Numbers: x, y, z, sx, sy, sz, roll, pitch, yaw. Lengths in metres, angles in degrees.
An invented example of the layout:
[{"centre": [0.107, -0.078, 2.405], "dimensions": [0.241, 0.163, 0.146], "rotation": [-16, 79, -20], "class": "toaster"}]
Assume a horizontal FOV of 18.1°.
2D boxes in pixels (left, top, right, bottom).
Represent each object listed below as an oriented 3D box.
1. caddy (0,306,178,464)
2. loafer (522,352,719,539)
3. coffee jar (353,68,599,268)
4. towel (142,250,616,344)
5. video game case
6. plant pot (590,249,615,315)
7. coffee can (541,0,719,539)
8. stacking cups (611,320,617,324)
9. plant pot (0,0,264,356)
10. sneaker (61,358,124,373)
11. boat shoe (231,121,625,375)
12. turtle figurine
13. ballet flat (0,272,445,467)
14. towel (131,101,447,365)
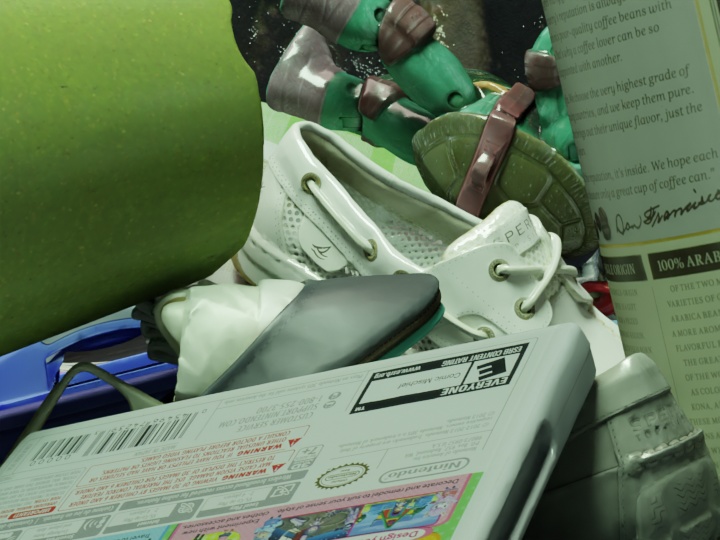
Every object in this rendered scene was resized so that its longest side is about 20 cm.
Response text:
[{"centre": [-0.096, 0.065, 0.934], "dimensions": [0.199, 0.106, 0.141], "rotation": [-14, 4, -2], "class": "caddy"}, {"centre": [0.028, 0.064, 0.719], "dimensions": [0.199, 0.070, 0.070], "rotation": [-12, 6, 44], "class": "loafer"}, {"centre": [0.052, -0.048, 1.109], "dimensions": [0.104, 0.086, 0.200], "rotation": [-6, 11, -9], "class": "coffee jar"}, {"centre": [0.010, 0.042, 1.171], "dimensions": [0.199, 0.086, 0.165], "rotation": [-15, 5, -35], "class": "towel"}, {"centre": [-0.048, 0.084, 0.615], "dimensions": [0.199, 0.022, 0.182], "rotation": [-12, 23, 27], "class": "video game case"}, {"centre": [0.185, -0.048, 1.249], "dimensions": [0.183, 0.201, 0.200], "rotation": [-27, 6, -16], "class": "plant pot"}, {"centre": [0.142, -0.031, 0.711], "dimensions": [0.145, 0.201, 0.146], "rotation": [-13, 3, 1], "class": "coffee can"}, {"centre": [0.104, 0.047, 0.918], "dimensions": [0.199, 0.061, 0.060], "rotation": [-9, 4, 17], "class": "stacking cups"}, {"centre": [-0.142, -0.044, 0.774], "dimensions": [0.189, 0.201, 0.200], "rotation": [-12, 1, -32], "class": "plant pot"}, {"centre": [-0.160, 0.085, 1.260], "dimensions": [0.199, 0.073, 0.114], "rotation": [-15, 6, -16], "class": "sneaker"}, {"centre": [0.045, 0.008, 0.824], "dimensions": [0.199, 0.070, 0.071], "rotation": [28, 27, 15], "class": "boat shoe"}, {"centre": [0.062, -0.057, 0.882], "dimensions": [0.101, 0.199, 0.150], "rotation": [-55, -10, -48], "class": "turtle figurine"}, {"centre": [-0.064, 0.049, 0.774], "dimensions": [0.200, 0.073, 0.073], "rotation": [-39, 4, -1], "class": "ballet flat"}, {"centre": [0.000, 0.000, 0.919], "dimensions": [0.148, 0.031, 0.200], "rotation": [20, 28, 1], "class": "towel"}]
